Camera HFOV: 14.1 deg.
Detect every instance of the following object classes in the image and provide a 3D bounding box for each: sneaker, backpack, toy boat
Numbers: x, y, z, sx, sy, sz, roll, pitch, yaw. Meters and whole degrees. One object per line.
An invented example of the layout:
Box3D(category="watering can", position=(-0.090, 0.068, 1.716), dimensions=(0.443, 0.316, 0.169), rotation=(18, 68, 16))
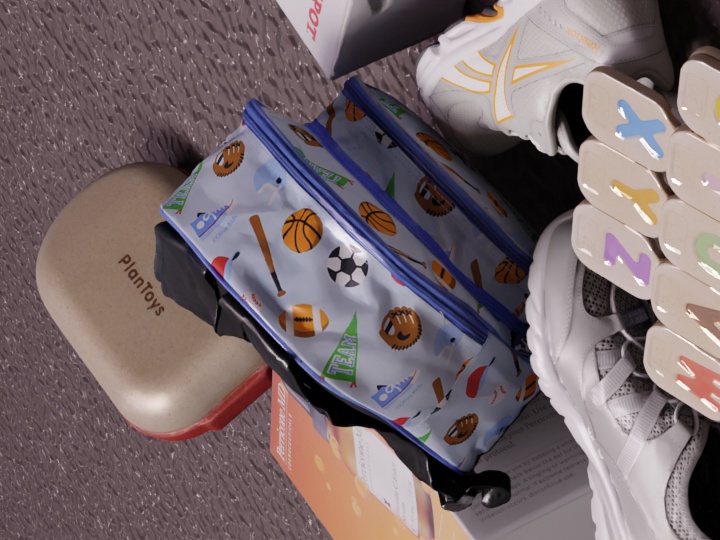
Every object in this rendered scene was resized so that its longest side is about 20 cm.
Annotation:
Box3D(category="sneaker", position=(0.083, -0.079, 1.311), dimensions=(0.200, 0.075, 0.092), rotation=(126, 129, -66))
Box3D(category="backpack", position=(0.000, 0.000, 1.404), dimensions=(0.200, 0.154, 0.190), rotation=(39, -170, 30))
Box3D(category="sneaker", position=(0.142, 0.063, 1.376), dimensions=(0.082, 0.075, 0.201), rotation=(-15, 97, 39))
Box3D(category="toy boat", position=(-0.116, 0.026, 1.878), dimensions=(0.200, 0.130, 0.131), rotation=(52, -176, 32))

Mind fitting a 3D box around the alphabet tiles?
Box3D(category="alphabet tiles", position=(0.167, 0.000, 1.217), dimensions=(0.195, 0.015, 0.201), rotation=(32, 144, 26))

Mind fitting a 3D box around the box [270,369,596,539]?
Box3D(category="box", position=(0.046, 0.100, 1.558), dimensions=(0.200, 0.106, 0.153), rotation=(51, 154, 33))

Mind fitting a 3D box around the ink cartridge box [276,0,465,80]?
Box3D(category="ink cartridge box", position=(-0.022, -0.217, 1.417), dimensions=(0.200, 0.084, 0.146), rotation=(57, 157, 22))
